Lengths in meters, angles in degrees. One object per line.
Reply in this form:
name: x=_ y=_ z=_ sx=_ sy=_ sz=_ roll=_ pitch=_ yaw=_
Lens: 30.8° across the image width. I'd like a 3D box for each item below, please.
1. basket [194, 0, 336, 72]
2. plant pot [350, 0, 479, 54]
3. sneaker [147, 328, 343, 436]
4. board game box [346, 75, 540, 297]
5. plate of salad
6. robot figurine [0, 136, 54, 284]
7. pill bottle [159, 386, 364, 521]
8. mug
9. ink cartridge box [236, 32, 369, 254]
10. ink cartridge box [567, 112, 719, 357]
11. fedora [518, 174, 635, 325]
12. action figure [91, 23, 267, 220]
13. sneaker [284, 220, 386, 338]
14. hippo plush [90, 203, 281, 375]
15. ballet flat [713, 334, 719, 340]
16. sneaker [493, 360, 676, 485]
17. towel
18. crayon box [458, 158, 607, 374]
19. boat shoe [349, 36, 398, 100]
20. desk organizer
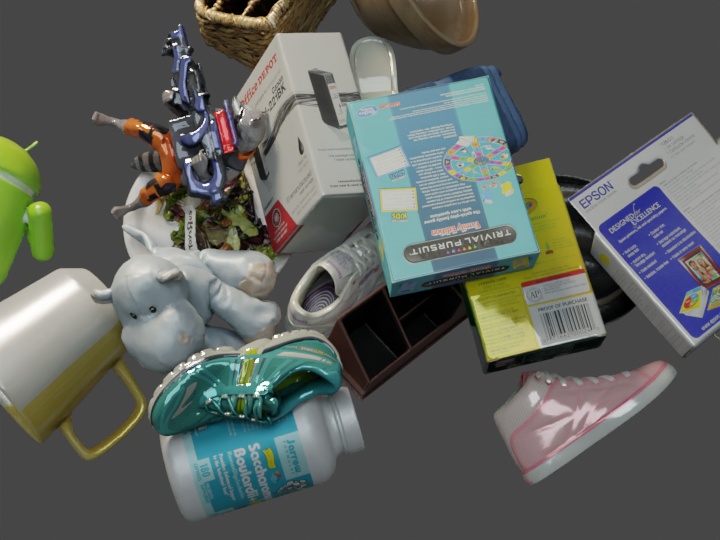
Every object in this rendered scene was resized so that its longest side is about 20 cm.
basket: x=-0.104 y=-0.349 z=1.500 sx=0.143 sy=0.149 sz=0.200 roll=31 pitch=77 yaw=10
plant pot: x=0.046 y=-0.331 z=1.495 sx=0.093 sy=0.201 sz=0.201 roll=-20 pitch=70 yaw=30
sneaker: x=-0.113 y=0.117 z=1.292 sx=0.200 sy=0.078 sz=0.080 roll=-20 pitch=41 yaw=-10
board game box: x=0.080 y=-0.086 z=1.319 sx=0.151 sy=0.047 sz=0.200 roll=-11 pitch=71 yaw=-6
plate of salad: x=-0.168 y=-0.060 z=1.465 sx=0.199 sy=0.048 sz=0.201 roll=0 pitch=73 yaw=0
robot figurine: x=-0.423 y=-0.061 z=1.432 sx=0.175 sy=0.116 sz=0.200 roll=15 pitch=73 yaw=10
pill bottle: x=-0.100 y=0.181 z=1.356 sx=0.200 sy=0.111 sz=0.111 roll=-17 pitch=73 yaw=-4
mug: x=-0.321 y=0.090 z=1.394 sx=0.153 sy=0.187 sz=0.149 roll=-41 pitch=44 yaw=-20
ink cartridge box: x=-0.058 y=-0.139 z=1.425 sx=0.084 sy=0.144 sz=0.200 roll=-4 pitch=67 yaw=-28
ink cartridge box: x=0.344 y=-0.040 z=1.380 sx=0.197 sy=0.047 sz=0.200 roll=-33 pitch=75 yaw=-23
fedora: x=0.227 y=-0.032 z=1.426 sx=0.200 sy=0.092 sz=0.201 roll=0 pitch=72 yaw=0
action figure: x=-0.191 y=-0.156 z=1.423 sx=0.193 sy=0.105 sz=0.201 roll=-9 pitch=83 yaw=18
sneaker: x=0.000 y=0.000 z=1.417 sx=0.075 sy=0.100 sz=0.200 roll=42 pitch=77 yaw=14
hippo plush: x=-0.176 y=0.024 z=1.344 sx=0.159 sy=0.161 sz=0.201 roll=-16 pitch=87 yaw=11
ballet flat: x=0.395 y=0.035 z=1.423 sx=0.067 sy=0.067 sz=0.200 roll=-45 pitch=78 yaw=7
sneaker: x=0.231 y=0.130 z=1.385 sx=0.200 sy=0.075 sz=0.105 roll=-34 pitch=81 yaw=-5
towel: x=0.094 y=-0.157 z=1.449 sx=0.200 sy=0.049 sz=0.112 roll=-23 pitch=87 yaw=-37
crayon box: x=0.163 y=-0.006 z=1.343 sx=0.127 sy=0.051 sz=0.200 roll=-12 pitch=71 yaw=-3
boat shoe: x=0.013 y=-0.165 z=1.487 sx=0.075 sy=0.062 sz=0.201 roll=-6 pitch=71 yaw=1
desk organizer: x=0.055 y=0.042 z=1.380 sx=0.200 sy=0.077 sz=0.072 roll=-36 pitch=75 yaw=-32
